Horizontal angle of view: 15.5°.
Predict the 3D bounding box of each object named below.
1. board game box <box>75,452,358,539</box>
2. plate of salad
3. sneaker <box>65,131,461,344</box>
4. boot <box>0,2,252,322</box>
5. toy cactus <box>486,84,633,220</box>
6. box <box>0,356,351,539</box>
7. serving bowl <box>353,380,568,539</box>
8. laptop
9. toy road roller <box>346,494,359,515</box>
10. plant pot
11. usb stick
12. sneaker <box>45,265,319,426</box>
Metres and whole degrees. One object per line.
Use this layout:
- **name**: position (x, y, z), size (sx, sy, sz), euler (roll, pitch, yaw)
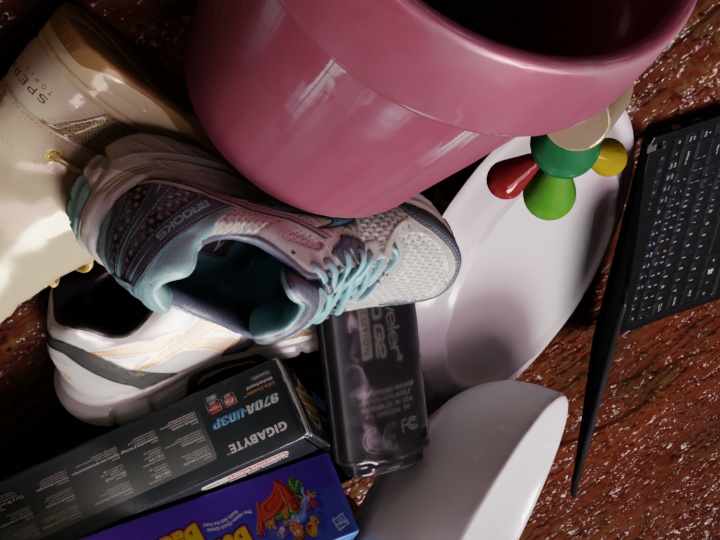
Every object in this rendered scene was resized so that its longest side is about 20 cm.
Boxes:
- **board game box**: position (-0.110, 0.162, 1.346), size (0.199, 0.045, 0.135), euler (-19, 164, -17)
- **plate of salad**: position (0.075, -0.010, 1.407), size (0.200, 0.048, 0.201), euler (-38, 147, -30)
- **sneaker**: position (-0.033, 0.002, 1.180), size (0.199, 0.086, 0.078), euler (6, 124, -35)
- **boot**: position (-0.127, -0.017, 1.219), size (0.155, 0.073, 0.200), euler (-41, 141, 8)
- **toy cactus**: position (0.100, -0.107, 1.234), size (0.102, 0.165, 0.201), euler (24, 115, -2)
- **box**: position (-0.106, 0.115, 1.371), size (0.199, 0.046, 0.159), euler (-24, 165, 4)
- **serving bowl**: position (0.035, 0.141, 1.394), size (0.201, 0.066, 0.200), euler (-58, 166, -24)
- **laptop**: position (0.193, 0.008, 1.492), size (0.199, 0.104, 0.178), euler (-18, 144, -21)
- **toy road roller**: position (-0.081, 0.207, 1.488), size (0.145, 0.201, 0.123), euler (20, 126, -13)
- **plant pot**: position (0.016, -0.121, 1.123), size (0.199, 0.201, 0.179), euler (-6, 154, -34)
- **usb stick**: position (0.000, 0.000, 1.291), size (0.055, 0.033, 0.201), euler (-13, 104, -28)
- **sneaker**: position (-0.064, 0.007, 1.309), size (0.199, 0.074, 0.080), euler (-28, 144, -9)
